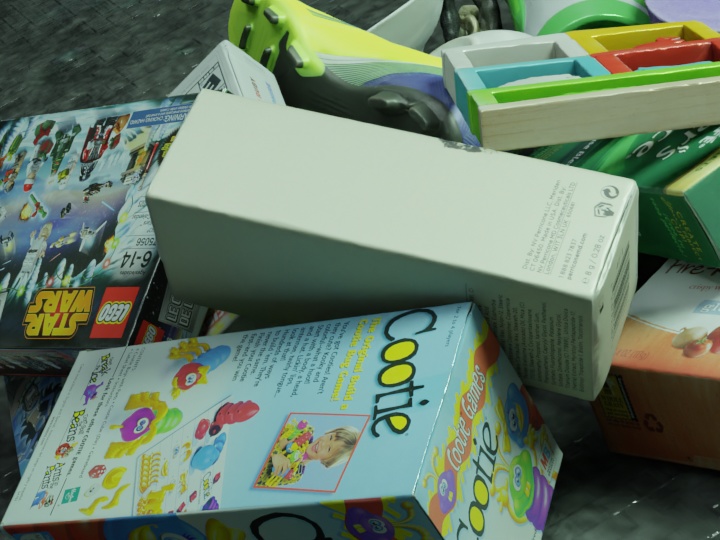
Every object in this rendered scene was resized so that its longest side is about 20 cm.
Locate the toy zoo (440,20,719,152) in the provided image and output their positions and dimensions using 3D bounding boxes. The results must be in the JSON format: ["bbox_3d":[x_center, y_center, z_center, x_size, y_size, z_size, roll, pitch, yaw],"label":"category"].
[{"bbox_3d":[0.109,-0.091,0.964,0.131,0.020,0.200,-7,15,-1],"label":"toy zoo"}]

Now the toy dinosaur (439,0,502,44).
[{"bbox_3d":[0.070,-0.156,1.296,0.047,0.088,0.200,-13,28,9],"label":"toy dinosaur"}]

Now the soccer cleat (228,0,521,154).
[{"bbox_3d":[0.004,-0.098,1.098,0.084,0.065,0.200,-12,34,-40],"label":"soccer cleat"}]

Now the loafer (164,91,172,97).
[{"bbox_3d":[-0.165,-0.062,1.314,0.076,0.067,0.200,-24,20,43],"label":"loafer"}]

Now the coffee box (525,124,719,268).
[{"bbox_3d":[0.161,-0.059,0.978,0.123,0.044,0.200,-34,15,-11],"label":"coffee box"}]

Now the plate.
[{"bbox_3d":[-0.035,-0.092,1.238,0.200,0.032,0.200,-37,2,-5],"label":"plate"}]

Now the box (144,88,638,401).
[{"bbox_3d":[0.015,-0.012,0.884,0.200,0.082,0.068,14,56,15],"label":"box"}]

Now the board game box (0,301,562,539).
[{"bbox_3d":[-0.032,0.094,0.880,0.200,0.103,0.105,-8,43,29],"label":"board game box"}]

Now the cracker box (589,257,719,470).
[{"bbox_3d":[0.207,0.009,0.915,0.134,0.058,0.200,5,37,46],"label":"cracker box"}]

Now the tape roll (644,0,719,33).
[{"bbox_3d":[0.262,-0.144,1.127,0.200,0.085,0.200,-18,28,10],"label":"tape roll"}]

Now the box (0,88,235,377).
[{"bbox_3d":[-0.138,-0.015,1.030,0.200,0.040,0.137,-3,63,48],"label":"box"}]

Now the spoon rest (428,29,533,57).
[{"bbox_3d":[0.023,-0.068,1.173,0.200,0.061,0.099,-33,25,15],"label":"spoon rest"}]

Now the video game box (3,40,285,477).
[{"bbox_3d":[-0.103,0.007,1.044,0.200,0.047,0.182,-43,37,19],"label":"video game box"}]

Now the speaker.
[{"bbox_3d":[0.132,-0.157,1.251,0.088,0.088,0.200,-20,27,8],"label":"speaker"}]
